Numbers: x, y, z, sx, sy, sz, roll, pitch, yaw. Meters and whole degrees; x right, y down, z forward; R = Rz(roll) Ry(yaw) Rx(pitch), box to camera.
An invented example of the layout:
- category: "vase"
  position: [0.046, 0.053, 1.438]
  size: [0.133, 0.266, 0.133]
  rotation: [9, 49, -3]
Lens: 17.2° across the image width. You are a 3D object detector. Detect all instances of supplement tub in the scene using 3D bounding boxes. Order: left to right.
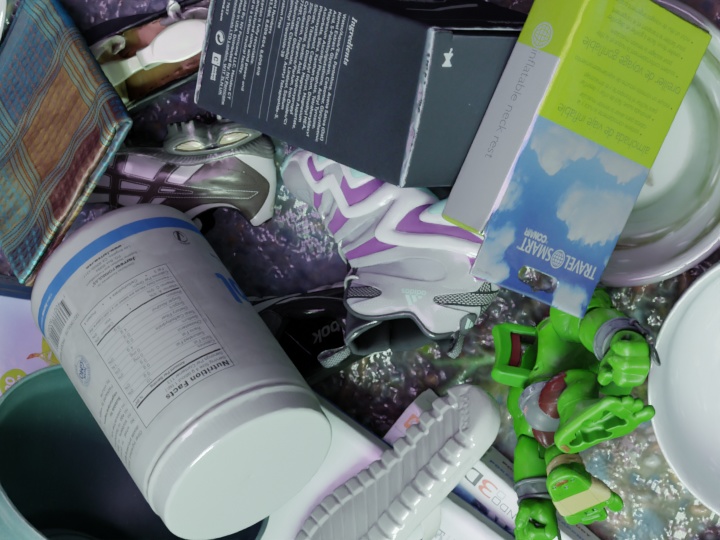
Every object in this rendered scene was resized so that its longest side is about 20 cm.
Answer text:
- category: "supplement tub"
  position: [-0.122, 0.065, 1.582]
  size: [0.132, 0.132, 0.200]
  rotation: [-48, 59, 20]

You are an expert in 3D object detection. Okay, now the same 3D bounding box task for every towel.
- category: "towel"
  position: [-0.227, -0.098, 1.654]
  size: [0.147, 0.022, 0.200]
  rotation: [-58, 37, 18]

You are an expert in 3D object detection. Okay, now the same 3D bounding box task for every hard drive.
- category: "hard drive"
  position: [0.006, 0.190, 1.657]
  size: [0.200, 0.025, 0.132]
  rotation: [35, 108, 11]

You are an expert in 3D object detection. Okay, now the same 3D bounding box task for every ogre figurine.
- category: "ogre figurine"
  position: [0.139, 0.083, 1.574]
  size: [0.098, 0.120, 0.200]
  rotation: [-8, 139, -3]

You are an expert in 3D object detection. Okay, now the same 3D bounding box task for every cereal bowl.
- category: "cereal bowl"
  position: [0.293, 0.071, 1.559]
  size: [0.200, 0.083, 0.200]
  rotation: [4, 102, 18]

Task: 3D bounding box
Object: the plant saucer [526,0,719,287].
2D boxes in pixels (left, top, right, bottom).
- category: "plant saucer"
  position: [0.172, -0.091, 1.583]
  size: [0.200, 0.050, 0.200]
  rotation: [4, 102, 17]

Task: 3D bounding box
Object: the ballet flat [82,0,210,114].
- category: "ballet flat"
  position: [-0.154, -0.149, 1.666]
  size: [0.200, 0.073, 0.073]
  rotation: [-20, 94, 20]

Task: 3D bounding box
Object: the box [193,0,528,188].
- category: "box"
  position: [0.016, -0.130, 1.537]
  size: [0.200, 0.148, 0.104]
  rotation: [25, 110, 41]

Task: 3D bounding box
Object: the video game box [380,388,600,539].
- category: "video game box"
  position: [0.053, 0.217, 1.684]
  size: [0.182, 0.047, 0.200]
  rotation: [41, 109, 9]

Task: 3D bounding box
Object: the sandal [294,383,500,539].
- category: "sandal"
  position: [0.029, 0.161, 1.601]
  size: [0.050, 0.082, 0.203]
  rotation: [31, 116, -32]

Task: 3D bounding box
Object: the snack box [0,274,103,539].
- category: "snack box"
  position: [-0.259, 0.107, 1.750]
  size: [0.169, 0.068, 0.200]
  rotation: [9, 102, 15]

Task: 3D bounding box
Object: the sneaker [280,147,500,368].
- category: "sneaker"
  position: [0.000, 0.000, 1.595]
  size: [0.200, 0.078, 0.140]
  rotation: [21, 77, 38]

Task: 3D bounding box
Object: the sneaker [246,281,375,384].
- category: "sneaker"
  position: [-0.069, 0.052, 1.666]
  size: [0.200, 0.090, 0.067]
  rotation: [-14, 95, 20]

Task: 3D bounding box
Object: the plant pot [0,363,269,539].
- category: "plant pot"
  position: [-0.178, 0.179, 1.631]
  size: [0.200, 0.200, 0.134]
  rotation: [34, 127, 9]

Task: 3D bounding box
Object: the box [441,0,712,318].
- category: "box"
  position: [0.132, -0.081, 1.487]
  size: [0.048, 0.122, 0.200]
  rotation: [28, 95, 46]

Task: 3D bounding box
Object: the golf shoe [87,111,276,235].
- category: "golf shoe"
  position: [-0.153, -0.056, 1.680]
  size: [0.200, 0.078, 0.095]
  rotation: [-8, 101, 22]

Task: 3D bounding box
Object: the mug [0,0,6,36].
- category: "mug"
  position: [-0.364, -0.176, 1.698]
  size: [0.175, 0.148, 0.200]
  rotation: [24, 137, 25]
